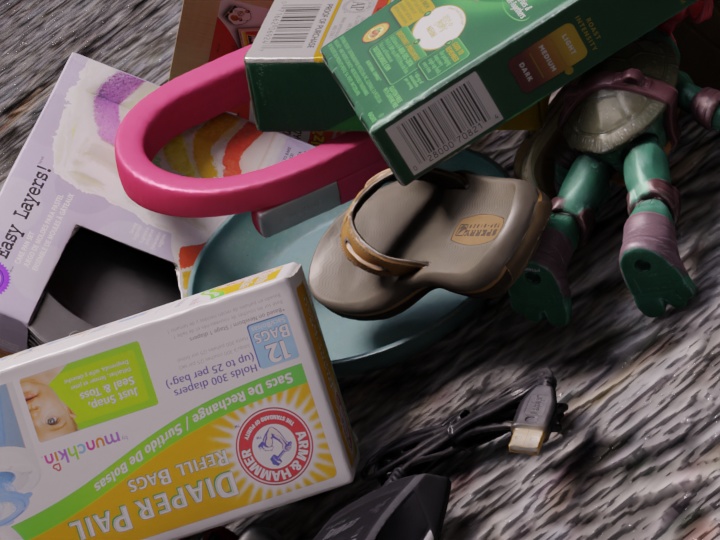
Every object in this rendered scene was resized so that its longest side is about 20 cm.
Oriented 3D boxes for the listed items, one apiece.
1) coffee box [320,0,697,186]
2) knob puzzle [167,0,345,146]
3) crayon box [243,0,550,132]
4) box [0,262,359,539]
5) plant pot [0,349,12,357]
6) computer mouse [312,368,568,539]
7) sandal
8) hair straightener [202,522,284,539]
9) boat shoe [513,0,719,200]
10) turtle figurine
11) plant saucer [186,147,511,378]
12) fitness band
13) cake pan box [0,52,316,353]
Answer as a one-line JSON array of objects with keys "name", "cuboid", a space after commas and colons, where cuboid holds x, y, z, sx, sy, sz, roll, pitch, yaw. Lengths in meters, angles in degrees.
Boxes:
[{"name": "coffee box", "cuboid": [0.083, -0.133, 1.193, 0.199, 0.044, 0.123, -33, 29, 2]}, {"name": "knob puzzle", "cuboid": [-0.022, -0.123, 1.472, 0.219, 0.220, 0.031, -25, 38, 33]}, {"name": "crayon box", "cuboid": [0.045, -0.132, 1.321, 0.199, 0.052, 0.126, 0, 34, 15]}, {"name": "box", "cuboid": [-0.109, 0.080, 1.172, 0.199, 0.113, 0.101, -19, 3, 2]}, {"name": "plant pot", "cuboid": [-0.331, 0.080, 1.427, 0.186, 0.188, 0.200, -27, -19, 28]}, {"name": "computer mouse", "cuboid": [0.031, 0.120, 1.056, 0.140, 0.046, 0.200, -30, 9, 33]}, {"name": "sandal", "cuboid": [0.024, -0.019, 1.180, 0.200, 0.054, 0.082, 0, 64, 63]}, {"name": "hair straightener", "cuboid": [-0.088, 0.199, 1.087, 0.077, 0.041, 0.200, -15, 30, 48]}, {"name": "boat shoe", "cuboid": [0.164, -0.118, 1.297, 0.200, 0.071, 0.064, -42, 21, -7]}, {"name": "turtle figurine", "cuboid": [0.144, -0.064, 1.185, 0.149, 0.101, 0.201, -24, 31, 44]}, {"name": "plant saucer", "cuboid": [0.000, 0.000, 1.305, 0.199, 0.036, 0.201, -13, 36, 10]}, {"name": "fitness band", "cuboid": [-0.049, -0.086, 1.354, 0.199, 0.038, 0.144, -25, 42, -22]}, {"name": "cake pan box", "cuboid": [-0.130, -0.015, 1.381, 0.052, 0.183, 0.201, 105, -173, -59]}]
